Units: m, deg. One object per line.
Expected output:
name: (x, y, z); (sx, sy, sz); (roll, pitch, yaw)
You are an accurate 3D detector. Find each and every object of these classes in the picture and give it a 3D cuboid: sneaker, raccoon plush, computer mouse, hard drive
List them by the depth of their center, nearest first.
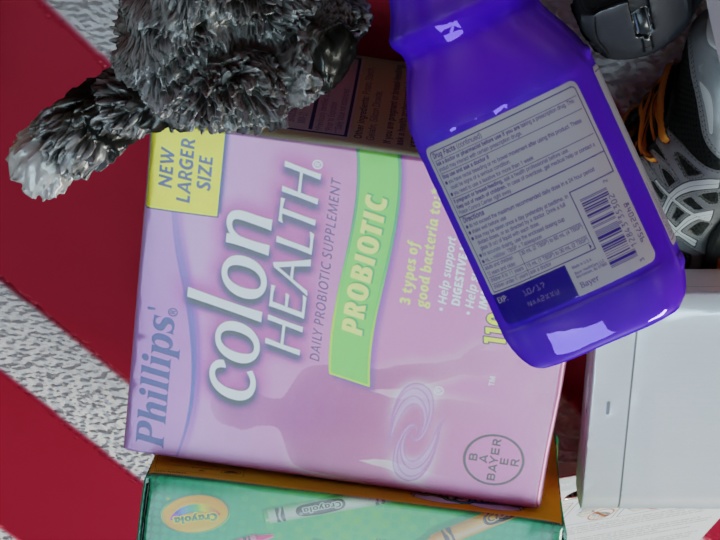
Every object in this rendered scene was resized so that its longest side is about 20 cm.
computer mouse: (0.111, -0.108, 0.989); (0.058, 0.034, 0.200); (-16, 178, 8)
raccoon plush: (-0.089, -0.113, 1.010); (0.200, 0.097, 0.134); (-36, 128, 7)
sneaker: (0.146, -0.052, 1.125); (0.077, 0.078, 0.200); (10, 150, 8)
hard drive: (0.206, 0.058, 1.178); (0.199, 0.027, 0.132); (0, 126, -2)

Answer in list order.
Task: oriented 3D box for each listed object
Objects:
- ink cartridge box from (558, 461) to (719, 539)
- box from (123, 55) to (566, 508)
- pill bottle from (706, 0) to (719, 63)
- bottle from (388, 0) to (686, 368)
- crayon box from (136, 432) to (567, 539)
ink cartridge box: (0.116, 0.127, 1.387); (0.199, 0.044, 0.174); (-8, 153, -20)
box: (0.000, 0.000, 1.156); (0.199, 0.097, 0.176); (9, 120, 1)
pill bottle: (0.229, -0.116, 0.915); (0.199, 0.114, 0.113); (-12, 146, 4)
bottle: (0.063, -0.063, 1.037); (0.083, 0.200, 0.065); (-25, -176, 14)
crayon box: (-0.002, 0.113, 1.213); (0.199, 0.119, 0.058); (7, 108, 0)
